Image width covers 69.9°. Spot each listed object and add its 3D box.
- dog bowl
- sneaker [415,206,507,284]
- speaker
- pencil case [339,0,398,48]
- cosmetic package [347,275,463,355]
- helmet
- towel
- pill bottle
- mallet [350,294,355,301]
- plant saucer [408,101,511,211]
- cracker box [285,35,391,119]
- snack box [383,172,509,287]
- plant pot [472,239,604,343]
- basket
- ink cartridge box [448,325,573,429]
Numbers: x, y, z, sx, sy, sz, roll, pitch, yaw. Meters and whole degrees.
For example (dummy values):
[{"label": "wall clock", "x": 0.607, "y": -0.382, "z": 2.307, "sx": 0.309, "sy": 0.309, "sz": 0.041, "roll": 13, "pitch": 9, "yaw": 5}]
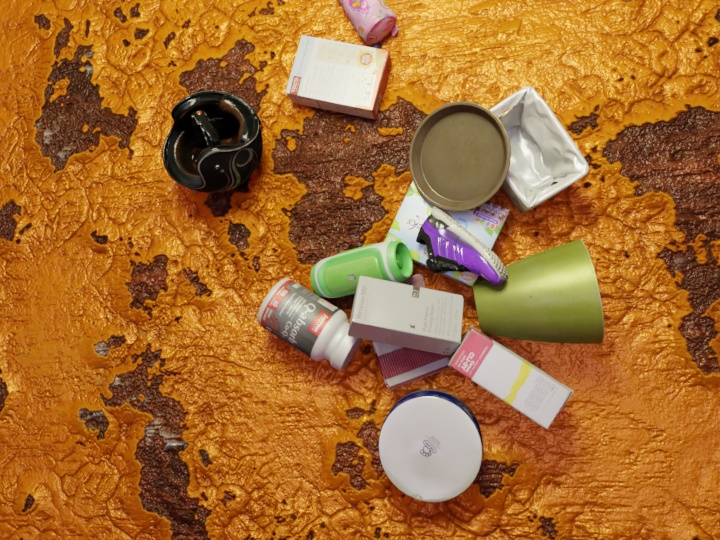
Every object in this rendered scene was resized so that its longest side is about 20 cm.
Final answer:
[{"label": "dog bowl", "x": 0.136, "y": 0.338, "z": 1.005, "sx": 0.200, "sy": 0.079, "sz": 0.200, "roll": -1, "pitch": 85, "yaw": 11}, {"label": "sneaker", "x": 0.177, "y": -0.024, "z": 0.951, "sx": 0.100, "sy": 0.070, "sz": 0.200, "roll": -51, "pitch": 55, "yaw": 14}, {"label": "speaker", "x": 0.000, "y": 0.000, "z": 1.026, "sx": 0.200, "sy": 0.088, "sz": 0.089, "roll": -14, "pitch": 83, "yaw": 31}, {"label": "pencil case", "x": 0.002, "y": -0.583, "z": 1.104, "sx": 0.087, "sy": 0.087, "sz": 0.200, "roll": -31, "pitch": 81, "yaw": 7}, {"label": "cosmetic package", "x": 0.084, "y": 0.084, "z": 0.960, "sx": 0.200, "sy": 0.074, "sz": 0.102, "roll": 11, "pitch": 59, "yaw": -2}, {"label": "helmet", "x": -0.307, "y": -0.257, "z": 1.081, "sx": 0.200, "sy": 0.191, "sz": 0.200, "roll": 10, "pitch": 63, "yaw": -20}, {"label": "towel", "x": 0.089, "y": 0.121, "z": 1.036, "sx": 0.144, "sy": 0.023, "sz": 0.200, "roll": -18, "pitch": 88, "yaw": -10}, {"label": "pill bottle", "x": -0.098, "y": 0.111, "z": 1.049, "sx": 0.200, "sy": 0.116, "sz": 0.116, "roll": 30, "pitch": 92, "yaw": 12}, {"label": "mallet", "x": 0.053, "y": 0.116, "z": 1.063, "sx": 0.066, "sy": 0.041, "sz": 0.200, "roll": -30, "pitch": 85, "yaw": 6}, {"label": "plant saucer", "x": 0.185, "y": -0.211, "z": 0.964, "sx": 0.200, "sy": 0.029, "sz": 0.200, "roll": 6, "pitch": 101, "yaw": 32}, {"label": "cracker box", "x": -0.047, "y": -0.416, "z": 1.110, "sx": 0.200, "sy": 0.058, "sz": 0.134, "roll": 15, "pitch": 88, "yaw": 11}, {"label": "snack box", "x": 0.171, "y": -0.081, "z": 1.037, "sx": 0.200, "sy": 0.068, "sz": 0.169, "roll": 26, "pitch": 91, "yaw": 13}, {"label": "plant pot", "x": 0.314, "y": 0.055, "z": 0.944, "sx": 0.200, "sy": 0.187, "sz": 0.187, "roll": -11, "pitch": 84, "yaw": 13}, {"label": "basket", "x": 0.317, "y": -0.221, "z": 0.991, "sx": 0.135, "sy": 0.123, "sz": 0.200, "roll": -32, "pitch": 80, "yaw": 7}, {"label": "ink cartridge box", "x": 0.270, "y": 0.192, "z": 0.956, "sx": 0.200, "sy": 0.145, "sz": 0.083, "roll": 32, "pitch": 92, "yaw": 12}]
